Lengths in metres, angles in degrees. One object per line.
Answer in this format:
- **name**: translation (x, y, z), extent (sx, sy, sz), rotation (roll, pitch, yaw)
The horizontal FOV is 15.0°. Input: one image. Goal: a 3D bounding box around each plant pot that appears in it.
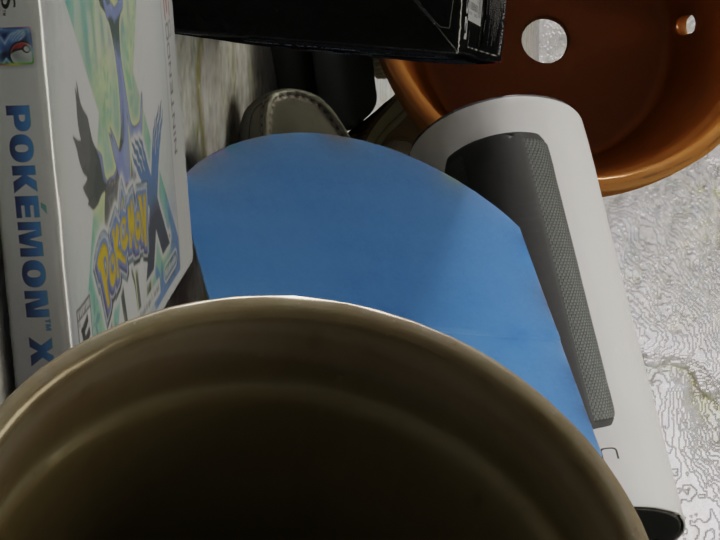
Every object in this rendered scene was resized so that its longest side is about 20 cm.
- **plant pot**: translation (0.098, -0.127, 1.336), extent (0.140, 0.200, 0.201), rotation (116, -26, -82)
- **plant pot**: translation (-0.029, 0.138, 0.777), extent (0.174, 0.199, 0.200), rotation (105, -8, -49)

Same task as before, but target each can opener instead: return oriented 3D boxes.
- **can opener**: translation (-0.033, -0.139, 1.266), extent (0.066, 0.053, 0.200), rotation (-47, 148, -25)

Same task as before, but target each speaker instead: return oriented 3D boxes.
- **speaker**: translation (0.078, 0.030, 1.175), extent (0.081, 0.081, 0.200), rotation (74, 4, -64)

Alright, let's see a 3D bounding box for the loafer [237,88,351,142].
- **loafer**: translation (0.000, 0.000, 1.178), extent (0.070, 0.070, 0.200), rotation (-55, -130, 49)

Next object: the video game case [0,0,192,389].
- **video game case**: translation (-0.086, -0.060, 0.893), extent (0.200, 0.022, 0.183), rotation (-68, 155, -71)

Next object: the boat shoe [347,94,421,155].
- **boat shoe**: translation (0.005, -0.030, 1.334), extent (0.066, 0.074, 0.200), rotation (48, 25, -6)

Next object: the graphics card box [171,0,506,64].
- **graphics card box**: translation (-0.010, -0.111, 1.085), extent (0.200, 0.125, 0.051), rotation (-28, 123, -81)

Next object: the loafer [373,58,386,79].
- **loafer**: translation (0.006, -0.173, 1.449), extent (0.200, 0.075, 0.068), rotation (90, 0, -64)

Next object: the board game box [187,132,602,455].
- **board game box**: translation (0.005, 0.033, 1.093), extent (0.039, 0.158, 0.200), rotation (-56, -139, 42)
